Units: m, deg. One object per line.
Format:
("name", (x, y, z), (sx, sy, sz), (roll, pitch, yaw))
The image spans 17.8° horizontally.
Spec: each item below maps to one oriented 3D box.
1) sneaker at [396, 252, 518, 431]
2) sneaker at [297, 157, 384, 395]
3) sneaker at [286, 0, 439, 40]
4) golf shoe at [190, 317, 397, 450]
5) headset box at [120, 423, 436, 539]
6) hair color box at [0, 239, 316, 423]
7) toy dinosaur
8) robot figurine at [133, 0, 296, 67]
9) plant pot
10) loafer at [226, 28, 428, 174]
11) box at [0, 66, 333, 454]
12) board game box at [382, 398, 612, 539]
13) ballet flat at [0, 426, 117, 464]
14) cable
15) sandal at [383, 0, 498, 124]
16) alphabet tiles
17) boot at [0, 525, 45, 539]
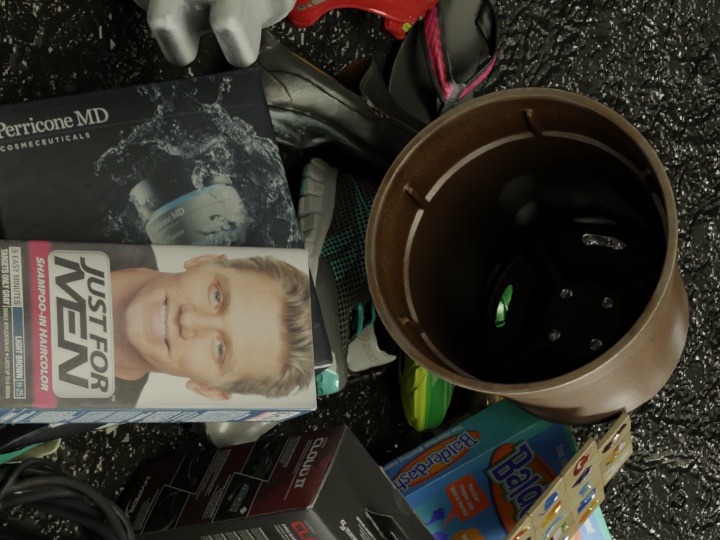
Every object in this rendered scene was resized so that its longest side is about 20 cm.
("sneaker", (0.081, 0.024, 1.659), (0.083, 0.074, 0.200), (19, 88, -8))
("sneaker", (0.000, 0.000, 1.539), (0.091, 0.200, 0.078), (3, 137, 2))
("sneaker", (0.035, -0.203, 1.592), (0.199, 0.077, 0.085), (-7, 106, -15))
("golf shoe", (-0.033, 0.054, 1.588), (0.200, 0.094, 0.078), (-46, 122, -16))
("headset box", (-0.044, 0.188, 1.537), (0.149, 0.200, 0.077), (54, 43, -30))
("hair color box", (-0.129, 0.037, 1.341), (0.200, 0.060, 0.100), (1, 78, -25))
("toy dinosaur", (0.084, 0.115, 1.712), (0.101, 0.058, 0.201), (-21, 119, -45))
("robot figurine", (-0.090, -0.230, 1.464), (0.169, 0.113, 0.201), (4, 70, 7))
("plant pot", (0.128, 0.008, 1.515), (0.201, 0.200, 0.198), (-63, 156, -7))
("loafer", (-0.001, -0.111, 1.577), (0.200, 0.073, 0.072), (14, 100, -30))
("box", (-0.147, -0.007, 1.442), (0.196, 0.117, 0.201), (-11, 83, -28))
("board game box", (0.072, 0.188, 1.663), (0.200, 0.045, 0.152), (-30, 127, -7))
("ballet flat", (-0.193, 0.082, 1.512), (0.200, 0.067, 0.071), (-20, 134, -29))
("cable", (-0.221, 0.198, 1.420), (0.163, 0.200, 0.051), (6, 135, 4))
("sandal", (0.069, -0.170, 1.640), (0.075, 0.045, 0.201), (15, 91, -35))
("alphabet tiles", (0.121, 0.185, 1.581), (0.200, 0.006, 0.166), (-48, 161, -9))
("boot", (-0.198, 0.241, 1.466), (0.198, 0.163, 0.073), (13, 116, -36))
